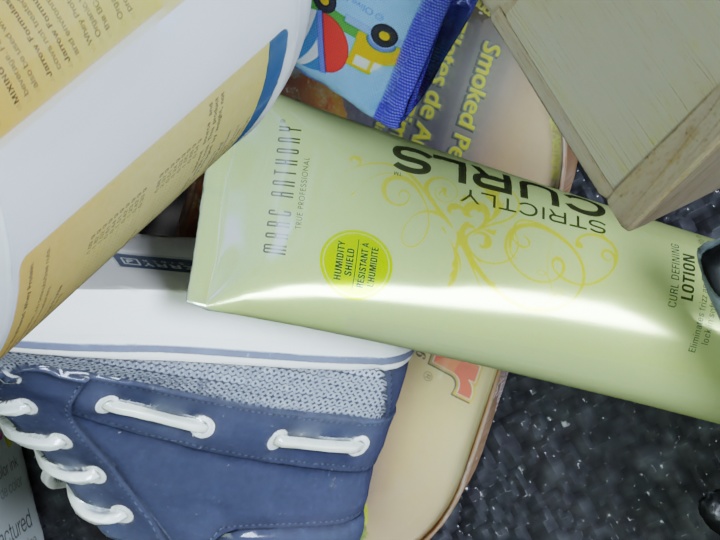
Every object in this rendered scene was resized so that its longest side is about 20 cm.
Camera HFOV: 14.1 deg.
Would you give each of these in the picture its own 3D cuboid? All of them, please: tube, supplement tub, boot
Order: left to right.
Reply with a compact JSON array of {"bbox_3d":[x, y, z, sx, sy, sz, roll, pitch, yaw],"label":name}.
[{"bbox_3d":[-0.118,-0.049,0.728,0.144,0.200,0.145,19,130,24],"label":"supplement tub"},{"bbox_3d":[-0.082,0.037,0.841,0.199,0.073,0.091,7,109,-16],"label":"boot"},{"bbox_3d":[0.048,0.003,0.835,0.199,0.058,0.052,16,105,-14],"label":"tube"}]

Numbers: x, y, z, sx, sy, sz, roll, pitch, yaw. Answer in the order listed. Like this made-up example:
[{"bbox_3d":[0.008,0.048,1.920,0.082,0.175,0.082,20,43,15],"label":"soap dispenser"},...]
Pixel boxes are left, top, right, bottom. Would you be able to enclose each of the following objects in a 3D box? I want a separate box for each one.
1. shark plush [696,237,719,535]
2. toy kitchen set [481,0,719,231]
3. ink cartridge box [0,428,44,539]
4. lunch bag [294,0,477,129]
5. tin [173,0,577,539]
[{"bbox_3d":[0.131,0.083,0.830,0.083,0.091,0.200,2,143,39],"label":"shark plush"},{"bbox_3d":[0.133,-0.149,0.711,0.164,0.199,0.180,59,148,12],"label":"toy kitchen set"},{"bbox_3d":[-0.177,0.037,0.900,0.082,0.146,0.201,-9,100,20],"label":"ink cartridge box"},{"bbox_3d":[-0.016,-0.147,0.781,0.150,0.094,0.201,31,122,9],"label":"lunch bag"},{"bbox_3d":[0.000,0.000,0.900,0.111,0.042,0.201,23,108,14],"label":"tin"}]
